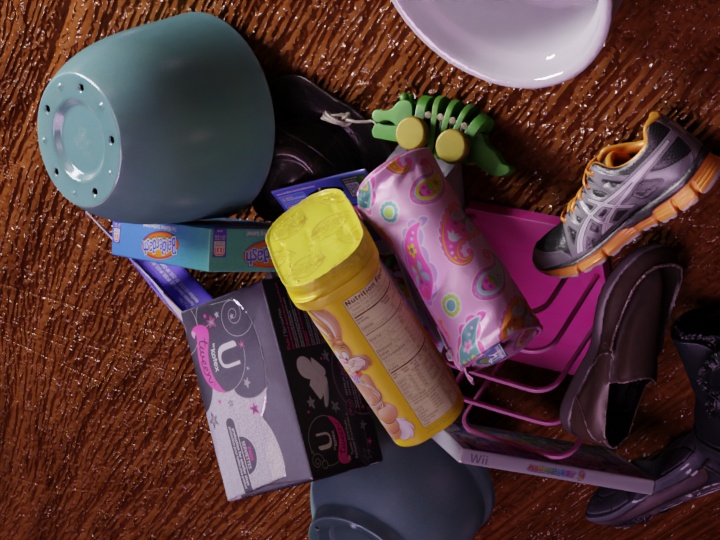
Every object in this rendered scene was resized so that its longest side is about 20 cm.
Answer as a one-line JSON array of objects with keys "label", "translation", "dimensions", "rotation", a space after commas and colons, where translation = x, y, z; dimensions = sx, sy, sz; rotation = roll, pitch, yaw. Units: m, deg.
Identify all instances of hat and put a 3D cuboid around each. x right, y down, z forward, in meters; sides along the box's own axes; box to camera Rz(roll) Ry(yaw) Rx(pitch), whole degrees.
[{"label": "hat", "translation": [-0.061, -0.091, 1.568], "dimensions": [0.199, 0.081, 0.202], "rotation": [24, 144, 19]}]

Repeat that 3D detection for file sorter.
[{"label": "file sorter", "translation": [0.154, 0.060, 1.508], "dimensions": [0.138, 0.126, 0.201], "rotation": [13, 138, 32]}]

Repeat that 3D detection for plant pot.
[{"label": "plant pot", "translation": [-0.205, -0.134, 1.511], "dimensions": [0.199, 0.160, 0.203], "rotation": [15, 112, 40]}, {"label": "plant pot", "translation": [0.026, 0.254, 1.688], "dimensions": [0.199, 0.135, 0.201], "rotation": [21, 141, 18]}]

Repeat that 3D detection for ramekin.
[{"label": "ramekin", "translation": [0.118, -0.249, 1.216], "dimensions": [0.199, 0.098, 0.202], "rotation": [23, 143, 19]}]

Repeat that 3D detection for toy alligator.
[{"label": "toy alligator", "translation": [0.054, -0.136, 1.445], "dimensions": [0.198, 0.059, 0.055], "rotation": [20, 100, 26]}]

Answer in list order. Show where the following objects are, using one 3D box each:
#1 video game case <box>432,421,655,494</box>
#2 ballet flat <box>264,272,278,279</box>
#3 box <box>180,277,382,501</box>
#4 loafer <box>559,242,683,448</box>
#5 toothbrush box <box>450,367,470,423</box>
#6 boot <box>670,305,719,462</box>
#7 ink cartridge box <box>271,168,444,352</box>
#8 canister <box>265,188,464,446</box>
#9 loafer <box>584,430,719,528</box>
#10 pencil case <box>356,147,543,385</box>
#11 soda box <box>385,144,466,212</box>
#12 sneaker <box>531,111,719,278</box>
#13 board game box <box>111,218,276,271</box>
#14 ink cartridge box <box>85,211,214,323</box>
[{"label": "video game case", "translation": [0.174, 0.182, 1.580], "dimensions": [0.198, 0.018, 0.143], "rotation": [11, -175, -13]}, {"label": "ballet flat", "translation": [-0.066, 0.016, 1.722], "dimensions": [0.072, 0.072, 0.199], "rotation": [47, 142, -13]}, {"label": "box", "translation": [-0.082, 0.116, 1.608], "dimensions": [0.131, 0.114, 0.202], "rotation": [-20, 81, 40]}, {"label": "loafer", "translation": [0.246, 0.072, 1.426], "dimensions": [0.071, 0.072, 0.202], "rotation": [42, 124, 48]}, {"label": "toothbrush box", "translation": [0.036, 0.162, 1.765], "dimensions": [0.145, 0.085, 0.201], "rotation": [10, 135, 33]}, {"label": "boot", "translation": [0.374, 0.120, 1.422], "dimensions": [0.199, 0.077, 0.169], "rotation": [19, 145, 35]}, {"label": "ink cartridge box", "translation": [0.000, 0.000, 1.531], "dimensions": [0.118, 0.042, 0.201], "rotation": [-9, 123, 36]}, {"label": "canister", "translation": [0.006, 0.044, 1.432], "dimensions": [0.201, 0.086, 0.149], "rotation": [57, -178, -27]}, {"label": "loafer", "translation": [0.302, 0.226, 1.616], "dimensions": [0.063, 0.072, 0.200], "rotation": [37, 143, -7]}, {"label": "pencil case", "translation": [0.074, -0.006, 1.378], "dimensions": [0.201, 0.087, 0.087], "rotation": [59, 147, 12]}, {"label": "soda box", "translation": [0.063, -0.025, 1.548], "dimensions": [0.068, 0.064, 0.201], "rotation": [18, 141, 26]}, {"label": "sneaker", "translation": [0.214, -0.063, 1.357], "dimensions": [0.077, 0.078, 0.200], "rotation": [48, 128, -7]}, {"label": "board game box", "translation": [-0.140, -0.028, 1.624], "dimensions": [0.199, 0.151, 0.046], "rotation": [8, 96, 54]}, {"label": "ink cartridge box", "translation": [-0.196, 0.024, 1.754], "dimensions": [0.198, 0.043, 0.200], "rotation": [41, 171, 45]}]
